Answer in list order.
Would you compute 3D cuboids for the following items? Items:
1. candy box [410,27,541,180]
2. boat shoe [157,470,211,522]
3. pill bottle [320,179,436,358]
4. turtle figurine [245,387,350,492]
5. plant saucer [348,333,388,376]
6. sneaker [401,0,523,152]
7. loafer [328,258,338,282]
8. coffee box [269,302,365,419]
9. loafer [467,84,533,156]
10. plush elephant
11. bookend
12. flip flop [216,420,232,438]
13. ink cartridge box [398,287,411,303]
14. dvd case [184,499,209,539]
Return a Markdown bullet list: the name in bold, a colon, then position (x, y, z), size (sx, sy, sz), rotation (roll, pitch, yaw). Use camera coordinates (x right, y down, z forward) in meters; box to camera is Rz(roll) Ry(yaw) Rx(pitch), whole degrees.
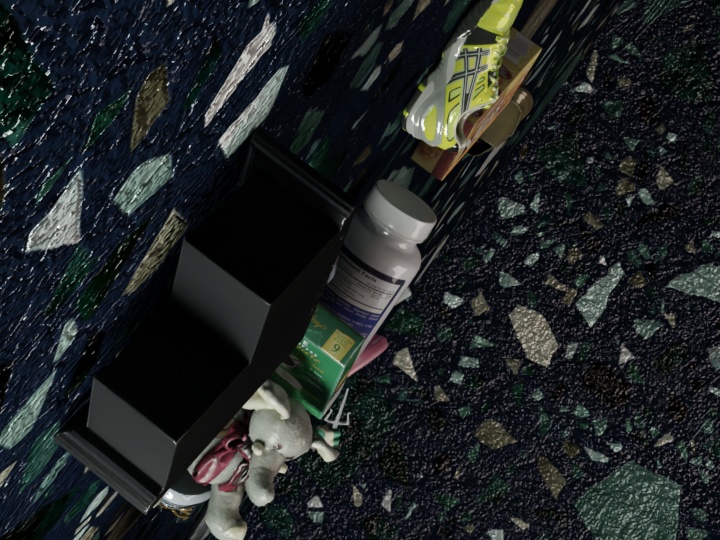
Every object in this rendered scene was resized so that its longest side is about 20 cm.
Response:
- **candy box**: position (0.152, -0.219, 1.661), size (0.200, 0.055, 0.116), rotation (-48, 172, -39)
- **boat shoe**: position (-0.208, 0.261, 1.491), size (0.091, 0.071, 0.200), rotation (-59, 175, 9)
- **pill bottle**: position (0.000, 0.000, 1.455), size (0.200, 0.111, 0.111), rotation (-56, 174, 21)
- **turtle figurine**: position (-0.109, 0.181, 1.586), size (0.100, 0.150, 0.200), rotation (-1, 137, -50)
- **plant saucer**: position (-0.055, 0.140, 1.854), size (0.200, 0.051, 0.201), rotation (-32, 180, 0)
- **sneaker**: position (0.125, -0.218, 1.362), size (0.200, 0.076, 0.075), rotation (-58, 171, 22)
- **loafer**: position (-0.060, -0.017, 1.187), size (0.200, 0.072, 0.063), rotation (127, -18, -69)
- **coffee box**: position (-0.066, 0.084, 1.376), size (0.044, 0.123, 0.200), rotation (-50, 171, -23)
- **loafer**: position (0.205, -0.226, 1.931), size (0.068, 0.076, 0.200), rotation (-58, 176, -20)
- **plush elephant**: position (-0.114, 0.185, 1.334), size (0.154, 0.165, 0.201), rotation (-2, -124, 44)
- **bookend**: position (-0.113, 0.040, 0.903), size (0.200, 0.092, 0.199), rotation (-48, 170, -33)
- **flip flop**: position (-0.137, 0.100, 1.173), size (0.200, 0.081, 0.058), rotation (-41, 149, -70)
- **ink cartridge box**: position (-0.024, 0.068, 1.778), size (0.199, 0.047, 0.198), rotation (-30, -179, 0)
- **dvd case**: position (-0.176, 0.280, 1.528), size (0.200, 0.016, 0.149), rotation (-56, -176, 44)
